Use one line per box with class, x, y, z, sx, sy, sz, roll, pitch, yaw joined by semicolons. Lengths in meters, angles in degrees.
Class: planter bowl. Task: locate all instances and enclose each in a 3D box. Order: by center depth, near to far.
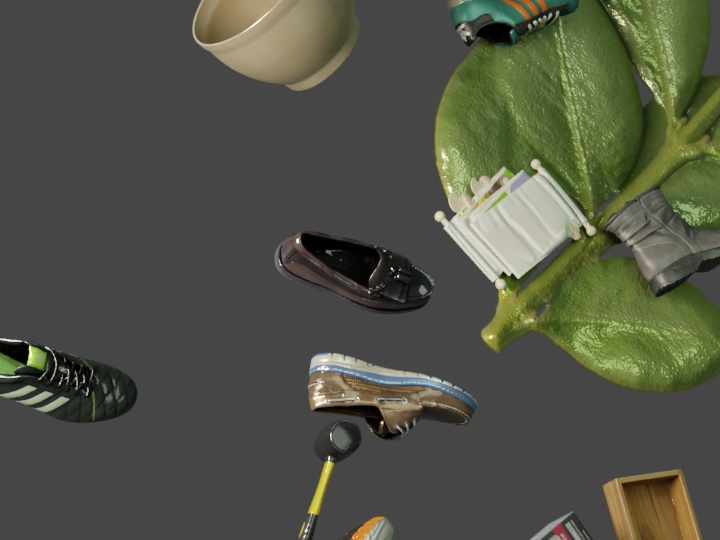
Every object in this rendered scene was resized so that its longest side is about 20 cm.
planter bowl;-0.085;-0.302;1.702;0.135;0.199;0.202;44;53;-32

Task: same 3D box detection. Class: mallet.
mallet;-0.051;0.259;1.539;0.041;0.066;0.202;23;74;-11

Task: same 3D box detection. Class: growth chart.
growth chart;0.196;-0.065;1.804;0.199;0.018;0.145;-31;81;-32

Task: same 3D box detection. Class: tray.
tray;0.361;0.343;1.679;0.098;0.037;0.202;-4;68;-25

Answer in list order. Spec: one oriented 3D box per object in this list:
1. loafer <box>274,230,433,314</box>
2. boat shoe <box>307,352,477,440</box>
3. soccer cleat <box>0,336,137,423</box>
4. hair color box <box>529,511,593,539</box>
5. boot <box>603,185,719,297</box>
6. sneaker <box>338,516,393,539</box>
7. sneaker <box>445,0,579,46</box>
loafer;0.000;0.000;1.659;0.198;0.063;0.073;15;62;-17
boat shoe;0.034;0.154;1.606;0.198;0.072;0.073;13;67;-7
soccer cleat;-0.322;0.108;1.455;0.198;0.081;0.068;14;62;-18
hair color box;0.188;0.368;1.576;0.199;0.061;0.099;-32;83;-31
boot;0.425;-0.059;1.877;0.199;0.070;0.132;-22;72;-35
sneaker;-0.009;0.357;1.494;0.092;0.076;0.201;38;65;-12
sneaker;0.212;-0.339;1.911;0.198;0.071;0.081;-9;75;-22
